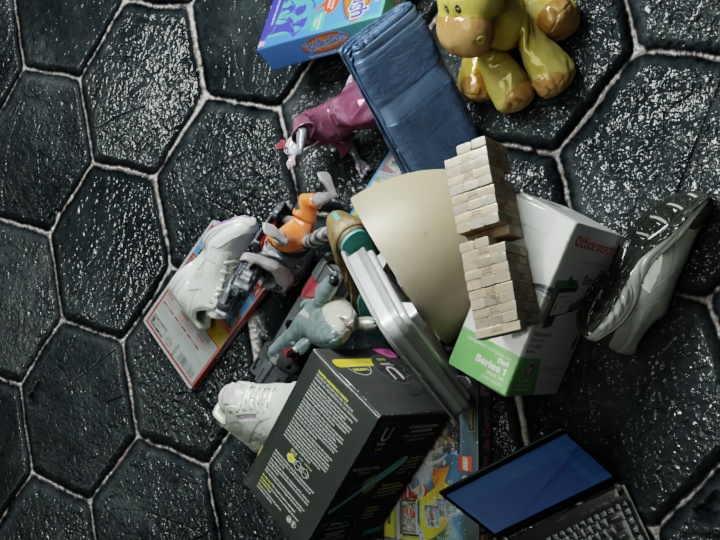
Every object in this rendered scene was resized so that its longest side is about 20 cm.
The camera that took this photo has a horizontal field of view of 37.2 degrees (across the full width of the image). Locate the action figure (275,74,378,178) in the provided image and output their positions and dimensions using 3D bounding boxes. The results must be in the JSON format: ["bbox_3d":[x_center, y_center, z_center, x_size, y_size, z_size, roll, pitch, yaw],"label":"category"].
[{"bbox_3d":[-0.033,-0.200,1.367,0.197,0.133,0.152,-18,76,29],"label":"action figure"}]

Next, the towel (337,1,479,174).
[{"bbox_3d":[0.062,-0.205,1.270,0.111,0.202,0.048,-37,25,-14],"label":"towel"}]

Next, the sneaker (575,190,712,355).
[{"bbox_3d":[0.317,0.001,1.159,0.202,0.079,0.074,-55,20,4],"label":"sneaker"}]

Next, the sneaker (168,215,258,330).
[{"bbox_3d":[-0.187,0.003,1.471,0.200,0.074,0.101,-47,66,38],"label":"sneaker"}]

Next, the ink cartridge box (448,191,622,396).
[{"bbox_3d":[0.196,0.029,1.185,0.084,0.145,0.203,28,102,32],"label":"ink cartridge box"}]

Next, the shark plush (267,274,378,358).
[{"bbox_3d":[-0.069,0.071,1.318,0.198,0.091,0.084,-8,39,46],"label":"shark plush"}]

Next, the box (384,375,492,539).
[{"bbox_3d":[0.093,0.231,1.304,0.135,0.037,0.204,-3,85,34],"label":"box"}]

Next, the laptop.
[{"bbox_3d":[0.215,0.299,1.178,0.176,0.103,0.203,-33,69,28],"label":"laptop"}]

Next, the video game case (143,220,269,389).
[{"bbox_3d":[-0.225,0.050,1.547,0.143,0.017,0.201,49,113,27],"label":"video game case"}]

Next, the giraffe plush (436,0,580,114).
[{"bbox_3d":[0.148,-0.295,1.232,0.170,0.161,0.204,-16,78,32],"label":"giraffe plush"}]

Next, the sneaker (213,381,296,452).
[{"bbox_3d":[-0.130,0.182,1.376,0.200,0.099,0.076,-35,26,54],"label":"sneaker"}]

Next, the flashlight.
[{"bbox_3d":[-0.069,0.075,1.416,0.202,0.067,0.068,-60,34,19],"label":"flashlight"}]

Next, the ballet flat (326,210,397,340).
[{"bbox_3d":[0.000,0.000,1.316,0.067,0.201,0.073,-32,45,-6],"label":"ballet flat"}]

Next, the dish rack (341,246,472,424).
[{"bbox_3d":[0.060,0.066,1.215,0.043,0.201,0.172,-34,40,5],"label":"dish rack"}]

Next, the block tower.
[{"bbox_3d":[0.137,-0.031,1.111,0.053,0.057,0.204,-17,74,33],"label":"block tower"}]

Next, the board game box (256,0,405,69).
[{"bbox_3d":[-0.030,-0.352,1.392,0.197,0.045,0.154,-7,55,33],"label":"board game box"}]

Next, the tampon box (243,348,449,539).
[{"bbox_3d":[-0.017,0.208,1.270,0.126,0.149,0.202,42,112,33],"label":"tampon box"}]

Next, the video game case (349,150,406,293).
[{"bbox_3d":[0.069,-0.039,1.353,0.200,0.018,0.144,44,109,28],"label":"video game case"}]

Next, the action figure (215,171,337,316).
[{"bbox_3d":[-0.100,-0.014,1.384,0.103,0.194,0.202,29,62,2],"label":"action figure"}]

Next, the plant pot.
[{"bbox_3d":[0.097,-0.038,1.225,0.134,0.200,0.202,-35,67,5],"label":"plant pot"}]
